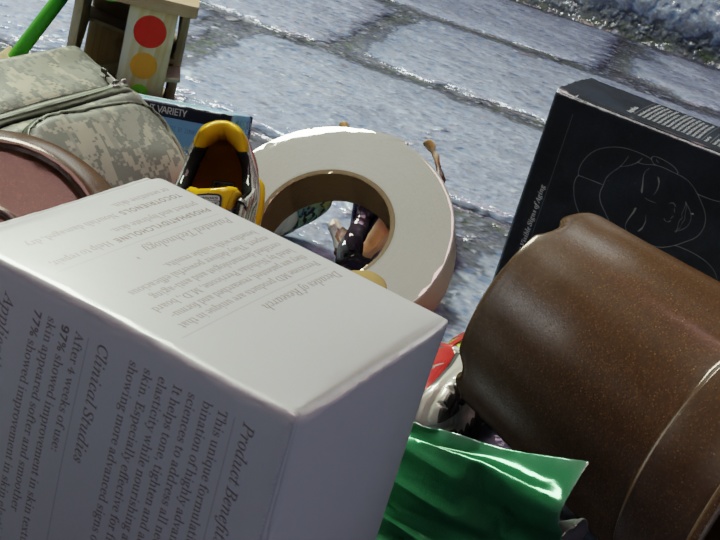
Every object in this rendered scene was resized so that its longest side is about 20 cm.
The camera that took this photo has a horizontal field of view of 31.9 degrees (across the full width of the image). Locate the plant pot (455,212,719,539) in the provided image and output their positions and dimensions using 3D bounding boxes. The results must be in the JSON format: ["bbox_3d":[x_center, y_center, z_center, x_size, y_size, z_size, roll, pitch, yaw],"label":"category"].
[{"bbox_3d":[0.175,0.079,0.769,0.199,0.202,0.198,-9,37,-46],"label":"plant pot"}]

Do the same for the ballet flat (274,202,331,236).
[{"bbox_3d":[-0.116,-0.052,1.091,0.197,0.075,0.074,6,24,-19],"label":"ballet flat"}]

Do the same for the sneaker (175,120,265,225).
[{"bbox_3d":[-0.111,-0.016,0.886,0.077,0.082,0.202,1,60,0],"label":"sneaker"}]

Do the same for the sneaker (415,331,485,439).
[{"bbox_3d":[0.058,0.072,0.901,0.084,0.078,0.200,8,13,22],"label":"sneaker"}]

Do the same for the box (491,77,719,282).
[{"bbox_3d":[0.244,-0.039,1.114,0.195,0.202,0.124,24,22,17],"label":"box"}]

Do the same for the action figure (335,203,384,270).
[{"bbox_3d":[0.000,0.000,1.023,0.129,0.070,0.201,30,41,4],"label":"action figure"}]

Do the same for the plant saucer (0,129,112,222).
[{"bbox_3d":[-0.235,-0.010,0.783,0.197,0.032,0.203,5,61,-9],"label":"plant saucer"}]

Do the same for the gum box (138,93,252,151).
[{"bbox_3d":[-0.192,-0.138,1.165,0.167,0.045,0.200,10,7,-2],"label":"gum box"}]

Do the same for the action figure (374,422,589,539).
[{"bbox_3d":[0.032,0.130,0.732,0.198,0.119,0.055,22,-2,36],"label":"action figure"}]

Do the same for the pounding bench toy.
[{"bbox_3d":[-0.275,-0.249,1.299,0.197,0.158,0.125,11,23,-12],"label":"pounding bench toy"}]

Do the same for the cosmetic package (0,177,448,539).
[{"bbox_3d":[-0.093,0.077,0.651,0.198,0.169,0.166,26,24,20],"label":"cosmetic package"}]

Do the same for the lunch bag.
[{"bbox_3d":[-0.225,-0.063,0.943,0.167,0.140,0.200,41,29,13],"label":"lunch bag"}]

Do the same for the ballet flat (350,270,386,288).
[{"bbox_3d":[-0.042,0.043,0.818,0.068,0.064,0.200,-12,28,36],"label":"ballet flat"}]

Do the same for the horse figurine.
[{"bbox_3d":[0.037,-0.063,1.179,0.199,0.050,0.134,6,64,-52],"label":"horse figurine"}]

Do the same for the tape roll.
[{"bbox_3d":[-0.025,-0.024,0.960,0.200,0.037,0.205,-3,54,5],"label":"tape roll"}]
